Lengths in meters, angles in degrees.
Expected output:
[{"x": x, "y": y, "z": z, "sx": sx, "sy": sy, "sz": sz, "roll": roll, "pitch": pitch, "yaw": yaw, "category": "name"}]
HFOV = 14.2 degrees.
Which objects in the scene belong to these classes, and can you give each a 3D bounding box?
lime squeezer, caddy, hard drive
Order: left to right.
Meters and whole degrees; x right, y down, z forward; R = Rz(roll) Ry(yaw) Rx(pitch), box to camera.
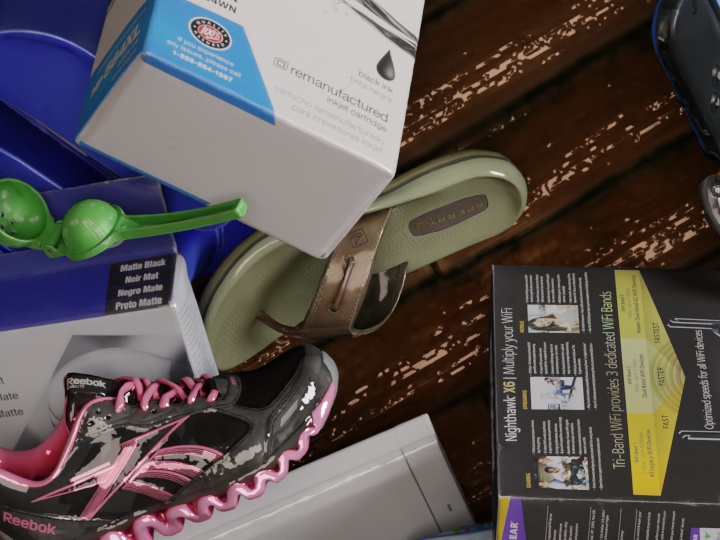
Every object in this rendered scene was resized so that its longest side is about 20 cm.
[{"x": -0.150, "y": -0.037, "z": 1.455, "sx": 0.199, "sy": 0.038, "sz": 0.071, "roll": 17, "pitch": 122, "yaw": 11, "category": "lime squeezer"}, {"x": -0.141, "y": -0.067, "z": 1.547, "sx": 0.199, "sy": 0.105, "sz": 0.142, "roll": 35, "pitch": 114, "yaw": -6, "category": "caddy"}, {"x": -0.039, "y": 0.152, "z": 1.548, "sx": 0.199, "sy": 0.132, "sz": 0.027, "roll": -23, "pitch": 57, "yaw": 2, "category": "hard drive"}]

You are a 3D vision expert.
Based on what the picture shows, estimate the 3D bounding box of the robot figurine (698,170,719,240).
[{"x": 0.273, "y": -0.022, "z": 1.558, "sx": 0.200, "sy": 0.058, "sz": 0.145, "roll": 41, "pitch": 75, "yaw": -2, "category": "robot figurine"}]

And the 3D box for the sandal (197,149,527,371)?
[{"x": 0.001, "y": -0.001, "z": 1.554, "sx": 0.200, "sy": 0.080, "sz": 0.058, "roll": -26, "pitch": 55, "yaw": 1, "category": "sandal"}]

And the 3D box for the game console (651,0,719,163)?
[{"x": 0.253, "y": -0.147, "z": 1.498, "sx": 0.118, "sy": 0.171, "sz": 0.201, "roll": 10, "pitch": 64, "yaw": 30, "category": "game console"}]

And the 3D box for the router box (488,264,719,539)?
[{"x": 0.145, "y": 0.076, "z": 1.506, "sx": 0.156, "sy": 0.201, "sz": 0.053, "roll": 2, "pitch": 126, "yaw": 1, "category": "router box"}]

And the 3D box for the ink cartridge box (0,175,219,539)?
[{"x": -0.174, "y": 0.059, "z": 1.527, "sx": 0.198, "sy": 0.041, "sz": 0.201, "roll": -9, "pitch": 117, "yaw": 14, "category": "ink cartridge box"}]

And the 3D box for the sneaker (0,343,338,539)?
[{"x": -0.107, "y": 0.084, "z": 1.465, "sx": 0.199, "sy": 0.079, "sz": 0.096, "roll": -31, "pitch": 107, "yaw": 3, "category": "sneaker"}]

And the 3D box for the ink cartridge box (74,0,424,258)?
[{"x": -0.049, "y": -0.128, "z": 1.482, "sx": 0.145, "sy": 0.201, "sz": 0.084, "roll": 24, "pitch": 137, "yaw": -17, "category": "ink cartridge box"}]

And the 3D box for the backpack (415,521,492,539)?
[{"x": 0.112, "y": 0.192, "z": 1.538, "sx": 0.199, "sy": 0.163, "sz": 0.154, "roll": -28, "pitch": 70, "yaw": 0, "category": "backpack"}]

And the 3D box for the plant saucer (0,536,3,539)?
[{"x": -0.249, "y": 0.165, "z": 1.560, "sx": 0.199, "sy": 0.032, "sz": 0.201, "roll": 5, "pitch": 120, "yaw": 8, "category": "plant saucer"}]
